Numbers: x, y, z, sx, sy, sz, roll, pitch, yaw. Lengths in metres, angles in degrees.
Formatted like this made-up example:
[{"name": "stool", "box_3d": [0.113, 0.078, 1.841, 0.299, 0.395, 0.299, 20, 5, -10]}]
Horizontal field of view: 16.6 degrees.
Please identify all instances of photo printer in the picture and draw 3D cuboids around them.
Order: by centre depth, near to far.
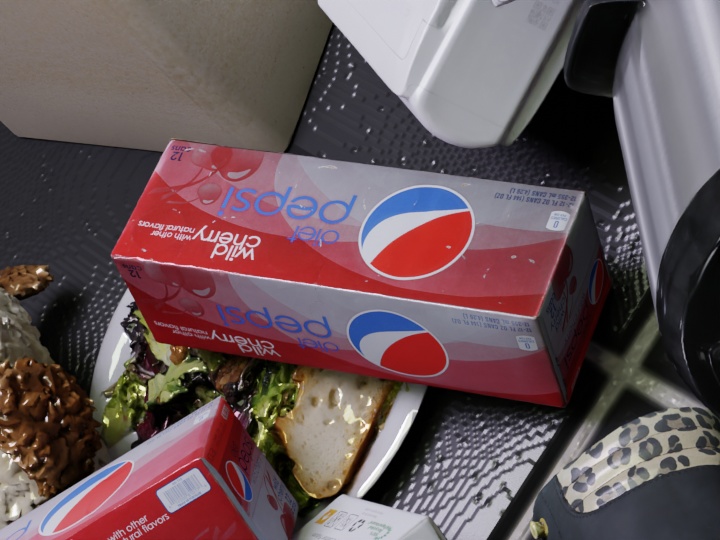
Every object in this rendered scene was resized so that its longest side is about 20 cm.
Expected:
[{"name": "photo printer", "box_3d": [0.051, -0.157, 1.094, 0.167, 0.069, 0.200, -62, 21, 11]}]

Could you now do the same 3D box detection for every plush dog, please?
[{"name": "plush dog", "box_3d": [-0.178, 0.078, 1.155, 0.172, 0.160, 0.201, 48, 142, 30]}]

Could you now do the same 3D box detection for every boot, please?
[{"name": "boot", "box_3d": [0.092, 0.161, 0.943, 0.203, 0.073, 0.154, -41, 42, 18]}]

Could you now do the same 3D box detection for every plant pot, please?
[{"name": "plant pot", "box_3d": [-0.129, -0.187, 1.221, 0.199, 0.177, 0.201, 8, 72, 39]}]

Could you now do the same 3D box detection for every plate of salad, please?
[{"name": "plate of salad", "box_3d": [-0.053, 0.038, 1.129, 0.199, 0.048, 0.202, -18, 58, 30]}]

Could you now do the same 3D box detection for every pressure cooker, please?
[{"name": "pressure cooker", "box_3d": [0.183, -0.052, 0.907, 0.178, 0.176, 0.201, -29, 39, 21]}]

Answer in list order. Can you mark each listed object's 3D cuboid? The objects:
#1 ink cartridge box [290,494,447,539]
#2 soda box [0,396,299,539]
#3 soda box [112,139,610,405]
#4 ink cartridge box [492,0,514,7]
[{"name": "ink cartridge box", "box_3d": [-0.057, 0.165, 0.996, 0.199, 0.037, 0.095, -36, 13, -18]}, {"name": "soda box", "box_3d": [-0.126, 0.137, 1.055, 0.199, 0.064, 0.070, -31, 15, 14]}, {"name": "soda box", "box_3d": [0.000, 0.000, 1.052, 0.199, 0.064, 0.070, 8, 56, 25]}, {"name": "ink cartridge box", "box_3d": [0.137, -0.189, 0.911, 0.084, 0.199, 0.145, 63, 155, 6]}]
